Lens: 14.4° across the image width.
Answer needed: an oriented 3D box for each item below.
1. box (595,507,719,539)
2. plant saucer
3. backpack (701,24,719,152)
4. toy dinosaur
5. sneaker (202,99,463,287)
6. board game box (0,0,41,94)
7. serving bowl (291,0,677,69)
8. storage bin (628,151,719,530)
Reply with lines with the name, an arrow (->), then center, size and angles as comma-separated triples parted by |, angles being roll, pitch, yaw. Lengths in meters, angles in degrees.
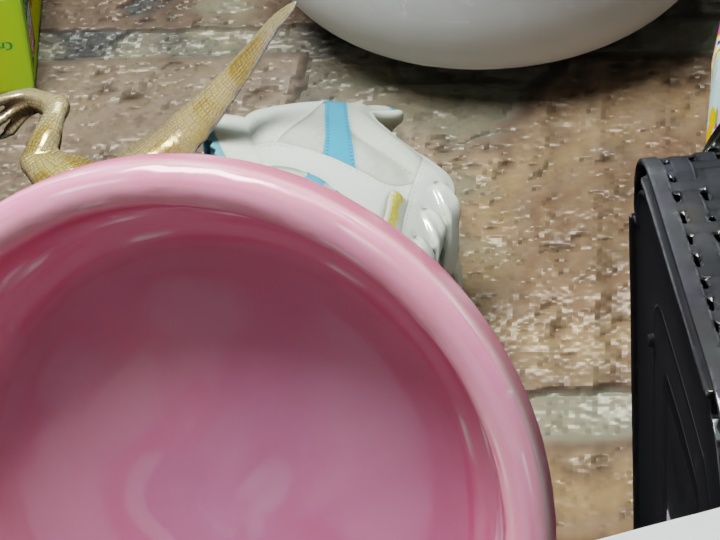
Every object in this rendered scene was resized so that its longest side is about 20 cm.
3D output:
box -> 0.058, 0.168, 0.609 | 0.151, 0.201, 0.106 | -14, 34, -13
plant saucer -> -0.041, 0.064, 0.788 | 0.199, 0.202, 0.051 | 5, 16, 14
backpack -> 0.191, -0.014, 0.896 | 0.174, 0.154, 0.201 | -4, 41, 1
toy dinosaur -> -0.098, -0.020, 1.004 | 0.200, 0.058, 0.101 | -47, 43, -5
sneaker -> 0.000, 0.000, 0.970 | 0.080, 0.077, 0.200 | -10, 37, -11
board game box -> -0.234, -0.110, 1.180 | 0.198, 0.048, 0.102 | -5, 34, 0
serving bowl -> 0.054, -0.137, 1.167 | 0.199, 0.066, 0.201 | -4, 35, 3
storage bin -> 0.124, 0.078, 0.729 | 0.093, 0.201, 0.136 | -5, 34, -2
